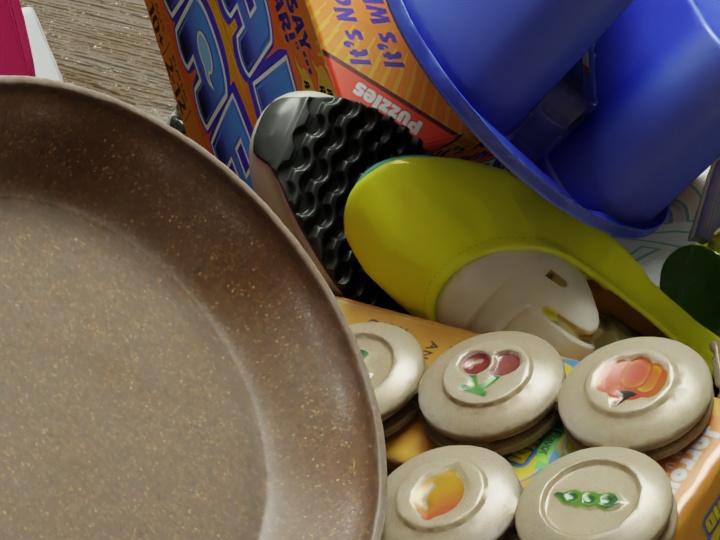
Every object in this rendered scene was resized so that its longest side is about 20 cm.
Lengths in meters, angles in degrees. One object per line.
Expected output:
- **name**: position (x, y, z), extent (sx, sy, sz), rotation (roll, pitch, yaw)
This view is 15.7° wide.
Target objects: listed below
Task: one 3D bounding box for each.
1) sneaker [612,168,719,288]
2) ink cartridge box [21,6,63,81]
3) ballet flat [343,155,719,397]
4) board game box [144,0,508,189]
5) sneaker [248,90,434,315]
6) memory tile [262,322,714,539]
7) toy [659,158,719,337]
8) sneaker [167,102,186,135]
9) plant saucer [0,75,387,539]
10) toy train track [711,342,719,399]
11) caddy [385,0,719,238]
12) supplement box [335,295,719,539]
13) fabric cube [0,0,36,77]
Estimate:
- **sneaker**: position (0.135, 0.005, 1.132), extent (0.200, 0.070, 0.080), rotation (-17, 41, -41)
- **ink cartridge box**: position (-0.231, -0.032, 1.070), extent (0.200, 0.084, 0.146), rotation (-17, 9, 24)
- **ballet flat**: position (0.081, 0.026, 0.927), extent (0.200, 0.067, 0.067), rotation (33, 22, -28)
- **board game box**: position (0.033, -0.124, 1.135), extent (0.200, 0.200, 0.200), rotation (-14, -13, -20)
- **sneaker**: position (0.000, 0.000, 0.997), extent (0.093, 0.070, 0.200), rotation (5, -25, 40)
- **memory tile**: position (0.005, 0.072, 0.828), extent (0.200, 0.017, 0.153), rotation (2, 45, 25)
- **toy**: position (0.198, -0.010, 1.093), extent (0.047, 0.115, 0.200), rotation (30, 30, 33)
- **sneaker**: position (0.001, -0.084, 1.378), extent (0.200, 0.078, 0.090), rotation (1, 14, 1)
- **plant saucer**: position (-0.080, 0.036, 0.777), extent (0.037, 0.201, 0.200), rotation (-37, -10, 38)
- **toy train track**: position (0.162, 0.019, 0.951), extent (0.115, 0.033, 0.200), rotation (15, 53, -27)
- **caddy**: position (0.073, -0.097, 0.941), extent (0.141, 0.105, 0.200), rotation (38, 27, -23)
- **supplement box**: position (0.042, 0.064, 0.884), extent (0.200, 0.069, 0.067), rotation (15, 52, 33)
- **fabric cube**: position (-0.223, -0.003, 0.835), extent (0.196, 0.200, 0.199), rotation (-9, 12, 22)
